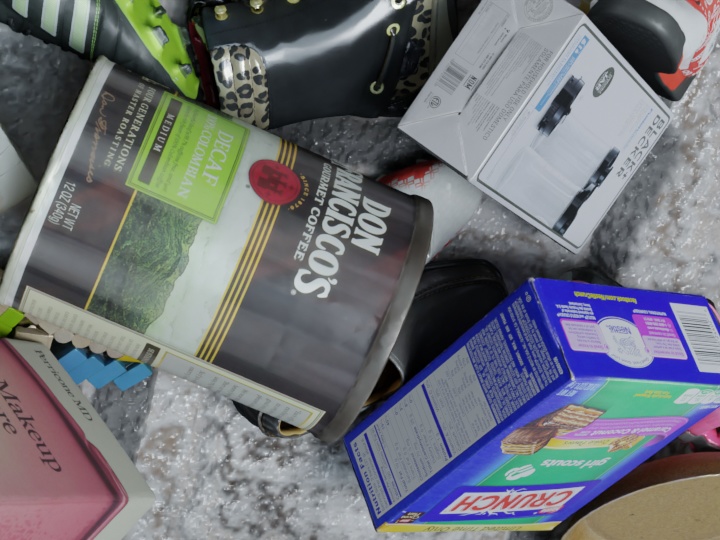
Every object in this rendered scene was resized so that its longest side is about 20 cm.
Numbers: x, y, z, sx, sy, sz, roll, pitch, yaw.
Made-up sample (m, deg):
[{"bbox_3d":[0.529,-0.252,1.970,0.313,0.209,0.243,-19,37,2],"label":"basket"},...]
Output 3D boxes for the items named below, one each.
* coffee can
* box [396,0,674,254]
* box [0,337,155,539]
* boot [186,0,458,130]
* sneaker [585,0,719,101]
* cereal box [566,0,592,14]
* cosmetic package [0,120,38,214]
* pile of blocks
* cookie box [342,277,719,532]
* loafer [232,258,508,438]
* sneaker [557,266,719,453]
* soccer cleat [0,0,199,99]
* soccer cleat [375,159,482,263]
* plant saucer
[{"bbox_3d":[-0.079,-0.010,0.882,0.199,0.146,0.147,23,103,-9],"label":"coffee can"},{"bbox_3d":[0.113,-0.091,0.979,0.117,0.060,0.200,-55,153,4],"label":"box"},{"bbox_3d":[-0.223,0.109,0.839,0.109,0.128,0.200,-46,159,13],"label":"box"},{"bbox_3d":[-0.025,-0.175,0.934,0.153,0.074,0.205,-13,115,-14],"label":"boot"},{"bbox_3d":[0.194,-0.174,0.979,0.067,0.201,0.108,31,94,15],"label":"sneaker"},{"bbox_3d":[0.118,-0.237,0.932,0.200,0.039,0.145,18,101,-56],"label":"cereal box"},{"bbox_3d":[-0.286,-0.039,0.872,0.199,0.073,0.104,-33,108,-6],"label":"cosmetic package"},{"bbox_3d":[-0.180,0.026,0.967,0.199,0.062,0.082,12,124,-21],"label":"pile of blocks"},{"bbox_3d":[0.117,0.093,1.038,0.170,0.076,0.200,6,143,-39],"label":"cookie box"},{"bbox_3d":[0.016,0.057,1.051,0.199,0.072,0.073,-28,119,-10],"label":"loafer"},{"bbox_3d":[0.217,0.050,1.145,0.200,0.079,0.096,37,56,-19],"label":"sneaker"},{"bbox_3d":[-0.169,-0.155,0.892,0.081,0.068,0.200,-30,128,20],"label":"soccer cleat"},{"bbox_3d":[0.000,0.000,1.012,0.199,0.085,0.069,-31,120,-8],"label":"soccer cleat"},{"bbox_3d":[0.239,0.182,1.180,0.199,0.036,0.201,-4,145,-3],"label":"plant saucer"}]
